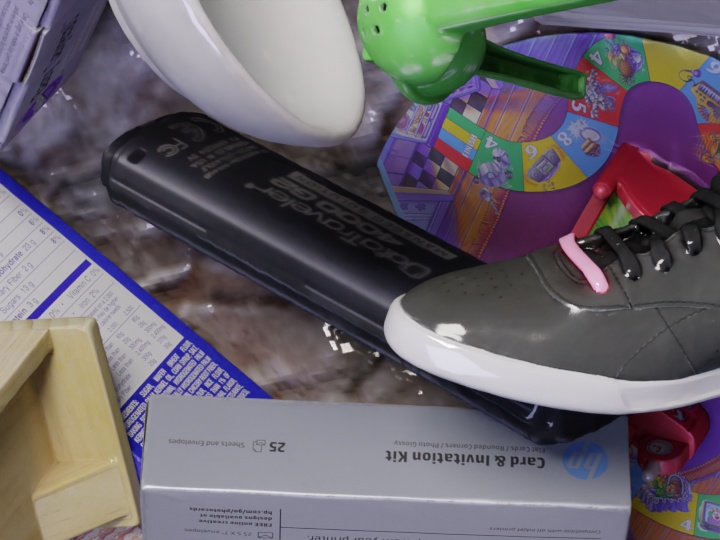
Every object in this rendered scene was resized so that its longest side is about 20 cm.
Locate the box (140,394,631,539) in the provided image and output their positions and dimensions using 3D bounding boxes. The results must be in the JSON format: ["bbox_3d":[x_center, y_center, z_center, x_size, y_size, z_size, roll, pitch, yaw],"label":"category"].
[{"bbox_3d":[0.005,0.119,0.925,0.156,0.041,0.200,3,142,0],"label":"box"}]

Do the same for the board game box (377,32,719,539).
[{"bbox_3d":[0.086,0.021,0.882,0.158,0.039,0.200,-7,117,32],"label":"board game box"}]

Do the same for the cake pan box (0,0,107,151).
[{"bbox_3d":[-0.155,-0.140,0.854,0.184,0.052,0.200,44,157,2],"label":"cake pan box"}]

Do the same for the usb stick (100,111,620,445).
[{"bbox_3d":[0.000,0.000,0.878,0.200,0.055,0.033,29,127,30],"label":"usb stick"}]

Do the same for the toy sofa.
[{"bbox_3d":[-0.152,0.094,0.866,0.098,0.200,0.083,-3,115,20],"label":"toy sofa"}]

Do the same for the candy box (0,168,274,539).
[{"bbox_3d":[-0.142,0.066,1.015,0.200,0.077,0.169,40,129,1],"label":"candy box"}]

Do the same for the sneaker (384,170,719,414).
[{"bbox_3d":[0.106,-0.016,0.794,0.200,0.071,0.099,-2,117,-12],"label":"sneaker"}]

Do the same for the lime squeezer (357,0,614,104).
[{"bbox_3d":[0.034,-0.070,0.753,0.071,0.200,0.038,-14,85,0],"label":"lime squeezer"}]

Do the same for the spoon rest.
[{"bbox_3d":[-0.054,-0.121,0.724,0.061,0.099,0.200,-34,83,22],"label":"spoon rest"}]

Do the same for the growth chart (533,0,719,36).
[{"bbox_3d":[0.067,-0.086,0.751,0.145,0.200,0.018,9,87,16],"label":"growth chart"}]
